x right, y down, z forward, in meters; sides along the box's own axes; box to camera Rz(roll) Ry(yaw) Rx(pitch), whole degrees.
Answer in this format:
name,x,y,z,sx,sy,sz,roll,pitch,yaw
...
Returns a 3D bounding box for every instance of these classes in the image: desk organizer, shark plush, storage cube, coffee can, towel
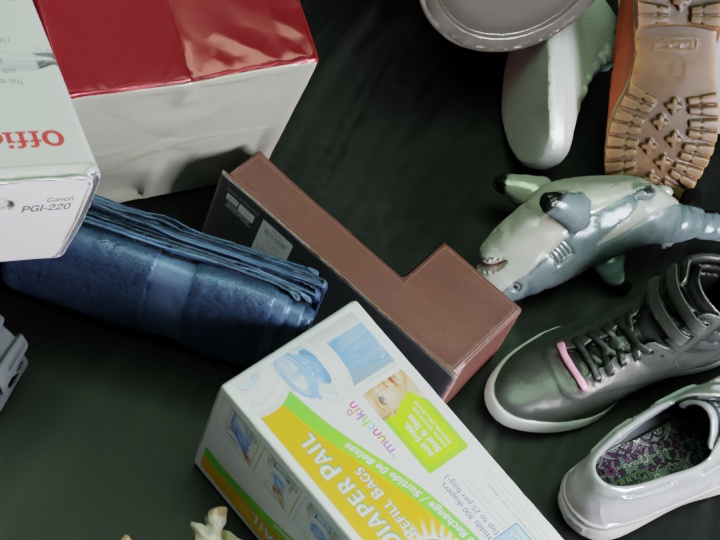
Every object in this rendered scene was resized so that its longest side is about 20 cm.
name,x,y,z,sx,sy,sz,roll,pitch,yaw
desk organizer,0.000,0.000,1.411,0.200,0.072,0.077,41,56,11
shark plush,0.168,-0.023,1.483,0.200,0.091,0.084,-7,103,-31
storage cube,-0.147,-0.158,1.398,0.171,0.200,0.180,-11,69,-21
coffee can,0.074,-0.266,1.512,0.146,0.147,0.200,-7,40,-19
towel,-0.124,0.004,1.350,0.200,0.112,0.049,18,63,-4

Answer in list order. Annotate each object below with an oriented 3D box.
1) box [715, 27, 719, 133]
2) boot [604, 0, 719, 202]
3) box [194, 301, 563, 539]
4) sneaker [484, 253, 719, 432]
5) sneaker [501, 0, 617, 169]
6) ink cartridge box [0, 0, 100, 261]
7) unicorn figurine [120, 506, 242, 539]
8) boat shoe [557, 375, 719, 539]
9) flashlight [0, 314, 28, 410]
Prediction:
name,x,y,z,sx,sy,sz,roll,pitch,yaw
box,0.320,-0.197,1.596,0.152,0.106,0.200,14,57,-6
boot,0.208,-0.139,1.520,0.075,0.201,0.107,6,16,-6
box,0.009,0.139,1.308,0.112,0.101,0.200,-33,72,-30
sneaker,0.175,0.041,1.415,0.200,0.099,0.071,-17,67,-22
sneaker,0.151,-0.154,1.551,0.088,0.075,0.200,16,55,-21
ink cartridge box,-0.253,-0.102,1.252,0.145,0.085,0.200,-5,55,-31
unicorn figurine,-0.078,0.208,1.268,0.200,0.074,0.138,-24,65,-7
boat shoe,0.215,0.105,1.404,0.200,0.069,0.072,-18,65,-24
flashlight,-0.268,0.106,1.277,0.068,0.068,0.200,24,57,4
